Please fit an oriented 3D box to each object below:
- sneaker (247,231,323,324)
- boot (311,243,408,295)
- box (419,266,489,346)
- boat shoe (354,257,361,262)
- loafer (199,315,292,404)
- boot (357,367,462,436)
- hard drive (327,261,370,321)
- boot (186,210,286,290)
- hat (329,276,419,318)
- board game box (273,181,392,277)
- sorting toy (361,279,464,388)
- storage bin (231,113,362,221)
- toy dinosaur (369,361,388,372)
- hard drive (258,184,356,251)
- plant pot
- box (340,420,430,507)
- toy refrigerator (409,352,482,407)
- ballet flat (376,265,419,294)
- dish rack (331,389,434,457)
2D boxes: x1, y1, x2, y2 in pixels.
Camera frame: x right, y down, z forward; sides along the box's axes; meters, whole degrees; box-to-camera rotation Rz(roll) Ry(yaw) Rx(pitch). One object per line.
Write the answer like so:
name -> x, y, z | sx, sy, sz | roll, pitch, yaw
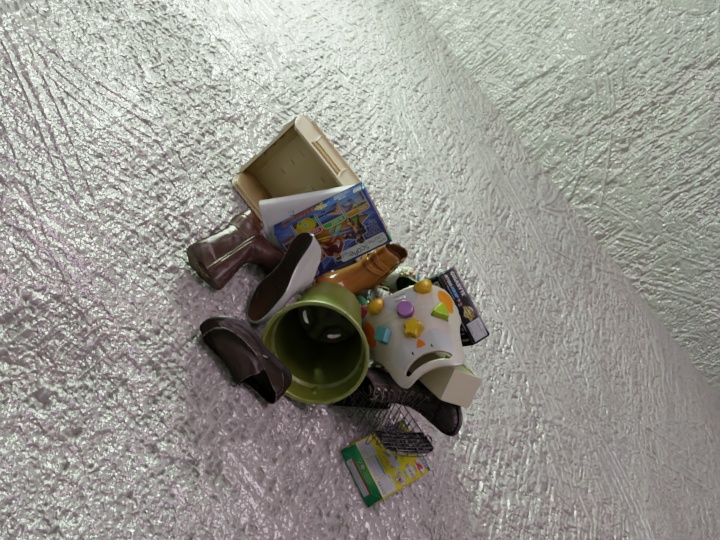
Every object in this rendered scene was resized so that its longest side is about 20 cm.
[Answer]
sneaker -> -0.132, 0.031, 1.540 | 0.072, 0.201, 0.085 | 25, -19, 37
boot -> 0.000, 0.000, 1.668 | 0.074, 0.154, 0.199 | 59, 30, 9
box -> 0.185, 0.085, 1.736 | 0.046, 0.200, 0.161 | -28, 89, -16
boat shoe -> -0.032, -0.081, 1.844 | 0.200, 0.070, 0.071 | 43, -6, -12
loafer -> -0.194, 0.155, 1.389 | 0.200, 0.073, 0.072 | 42, 30, -22
boot -> 0.080, 0.241, 1.528 | 0.172, 0.070, 0.200 | 13, 17, -40
hard drive -> -0.039, 0.047, 1.758 | 0.139, 0.038, 0.202 | 38, 33, -27
boot -> -0.222, -0.003, 1.528 | 0.187, 0.064, 0.200 | 52, 33, -7
hat -> 0.072, 0.125, 1.685 | 0.199, 0.176, 0.167 | 36, -24, 32
board game box -> -0.054, -0.073, 1.603 | 0.136, 0.198, 0.035 | 59, 12, -32
sorting toy -> 0.107, 0.129, 1.521 | 0.107, 0.197, 0.181 | 68, -2, -49
storage bin -> -0.133, -0.185, 1.690 | 0.199, 0.199, 0.094 | 50, 28, -6
toy dinosaur -> 0.052, 0.175, 1.685 | 0.058, 0.101, 0.202 | 36, -24, 42
hard drive -> -0.093, -0.094, 1.622 | 0.027, 0.196, 0.134 | -101, -178, -56
plant pot -> -0.072, 0.114, 1.518 | 0.201, 0.200, 0.185 | 47, 20, -12
box -> 0.055, 0.365, 1.566 | 0.199, 0.048, 0.118 | -8, 66, -55
toy refrigerator -> 0.145, 0.181, 1.574 | 0.075, 0.071, 0.200 | 21, 10, -31
ballet flat -> 0.066, 0.021, 1.829 | 0.063, 0.200, 0.077 | 12, 85, -20
dish rack -> 0.044, 0.286, 1.536 | 0.152, 0.055, 0.200 | 11, 27, -40
